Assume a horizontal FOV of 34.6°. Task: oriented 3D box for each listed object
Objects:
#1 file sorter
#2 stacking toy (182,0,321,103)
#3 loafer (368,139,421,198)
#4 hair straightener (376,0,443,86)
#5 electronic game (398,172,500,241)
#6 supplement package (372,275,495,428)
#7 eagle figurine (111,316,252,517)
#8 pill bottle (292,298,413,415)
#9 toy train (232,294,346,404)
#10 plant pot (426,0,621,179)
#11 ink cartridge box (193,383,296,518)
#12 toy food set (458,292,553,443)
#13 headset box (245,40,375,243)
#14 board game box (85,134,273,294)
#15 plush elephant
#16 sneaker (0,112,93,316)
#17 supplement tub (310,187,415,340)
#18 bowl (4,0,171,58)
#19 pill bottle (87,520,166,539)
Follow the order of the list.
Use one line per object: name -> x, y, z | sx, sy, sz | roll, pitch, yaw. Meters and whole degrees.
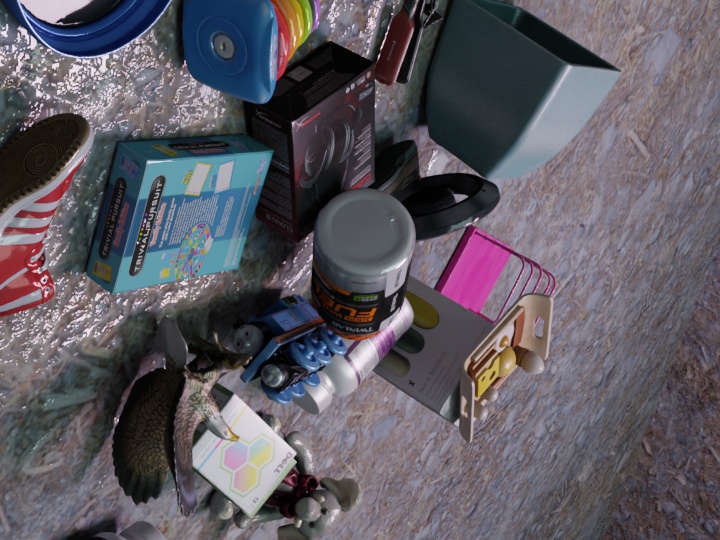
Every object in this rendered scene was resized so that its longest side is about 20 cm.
file sorter -> 0.238, 0.029, 1.973 | 0.140, 0.125, 0.200 | -62, 153, 4
stacking toy -> -0.086, -0.265, 1.191 | 0.200, 0.109, 0.117 | -45, 149, -47
loafer -> 0.033, -0.104, 1.508 | 0.200, 0.071, 0.063 | -50, 122, -49
hair straightener -> 0.073, -0.331, 1.448 | 0.077, 0.041, 0.202 | -15, 125, -54
electronic game -> 0.090, -0.083, 1.553 | 0.199, 0.199, 0.042 | -34, 118, -40
supplement package -> 0.103, 0.118, 1.752 | 0.153, 0.199, 0.151 | -57, 152, -4
eagle figurine -> -0.207, 0.170, 1.337 | 0.201, 0.150, 0.152 | -56, 164, -22
pill bottle -> -0.025, 0.103, 1.621 | 0.200, 0.112, 0.113 | -46, 150, -23
toy train -> -0.095, 0.097, 1.455 | 0.087, 0.114, 0.200 | -50, 170, 17
plant pot -> 0.204, -0.238, 1.595 | 0.196, 0.195, 0.201 | -10, 132, -56
ink cartridge box -> -0.155, 0.249, 1.522 | 0.104, 0.059, 0.200 | -51, 128, -16
toy food set -> 0.212, 0.142, 1.676 | 0.200, 0.060, 0.144 | -44, 148, -30
headset box -> -0.055, -0.143, 1.367 | 0.149, 0.077, 0.201 | -40, 145, -34
board game box -> -0.192, -0.065, 1.245 | 0.199, 0.047, 0.152 | -13, 128, -54
plush elephant -> -0.095, 0.331, 1.678 | 0.166, 0.154, 0.200 | -56, 152, -6
sneaker -> -0.299, -0.045, 1.058 | 0.200, 0.071, 0.113 | -48, 148, -5
supplement tub -> 0.000, 0.000, 1.412 | 0.123, 0.122, 0.201 | -46, 162, -24
bowl -> -0.226, -0.282, 0.983 | 0.200, 0.039, 0.202 | -40, 147, -33
pill bottle -> -0.324, 0.388, 1.398 | 0.199, 0.111, 0.112 | -28, 139, -45
